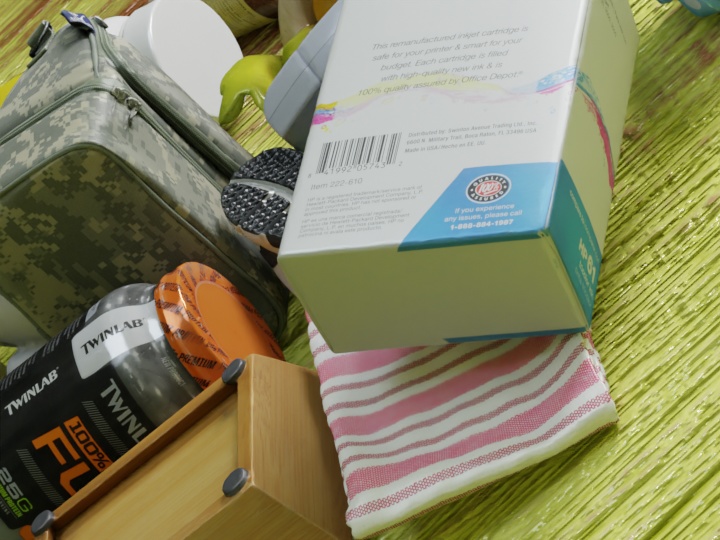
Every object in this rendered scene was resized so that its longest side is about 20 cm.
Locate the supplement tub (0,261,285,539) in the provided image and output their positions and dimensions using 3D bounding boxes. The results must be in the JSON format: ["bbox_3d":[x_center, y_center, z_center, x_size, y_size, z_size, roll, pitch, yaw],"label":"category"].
[{"bbox_3d":[-0.143,0.091,1.671,0.200,0.123,0.123,-38,25,19],"label":"supplement tub"}]

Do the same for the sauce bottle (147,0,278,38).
[{"bbox_3d":[-0.071,-0.206,2.096,0.199,0.066,0.066,-16,37,46],"label":"sauce bottle"}]

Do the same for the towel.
[{"bbox_3d":[0.045,0.044,1.491,0.146,0.030,0.200,-27,32,9],"label":"towel"}]

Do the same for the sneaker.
[{"bbox_3d":[0.000,0.000,1.656,0.074,0.080,0.200,-41,40,-4],"label":"sneaker"}]

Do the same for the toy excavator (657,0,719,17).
[{"bbox_3d":[0.169,-0.181,1.650,0.195,0.100,0.200,-54,11,-16],"label":"toy excavator"}]

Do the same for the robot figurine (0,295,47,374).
[{"bbox_3d":[-0.209,-0.010,1.949,0.199,0.112,0.171,-11,74,53],"label":"robot figurine"}]

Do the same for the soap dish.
[{"bbox_3d":[-0.092,0.146,1.551,0.200,0.081,0.158,-39,25,19],"label":"soap dish"}]

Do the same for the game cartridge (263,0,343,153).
[{"bbox_3d":[0.041,-0.134,1.715,0.200,0.133,0.041,-42,57,7],"label":"game cartridge"}]

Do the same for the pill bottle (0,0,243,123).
[{"bbox_3d":[-0.180,-0.107,2.056,0.199,0.114,0.115,-28,29,34],"label":"pill bottle"}]

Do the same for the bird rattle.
[{"bbox_3d":[-0.010,-0.172,1.822,0.162,0.112,0.201,0,78,46],"label":"bird rattle"}]

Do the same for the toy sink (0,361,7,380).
[{"bbox_3d":[-0.324,0.122,1.937,0.130,0.112,0.200,-35,21,23],"label":"toy sink"}]

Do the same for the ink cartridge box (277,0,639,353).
[{"bbox_3d":[0.054,-0.065,1.495,0.144,0.085,0.201,-5,50,23],"label":"ink cartridge box"}]

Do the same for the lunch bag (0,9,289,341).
[{"bbox_3d":[-0.135,-0.043,1.773,0.139,0.200,0.168,-36,26,26],"label":"lunch bag"}]
